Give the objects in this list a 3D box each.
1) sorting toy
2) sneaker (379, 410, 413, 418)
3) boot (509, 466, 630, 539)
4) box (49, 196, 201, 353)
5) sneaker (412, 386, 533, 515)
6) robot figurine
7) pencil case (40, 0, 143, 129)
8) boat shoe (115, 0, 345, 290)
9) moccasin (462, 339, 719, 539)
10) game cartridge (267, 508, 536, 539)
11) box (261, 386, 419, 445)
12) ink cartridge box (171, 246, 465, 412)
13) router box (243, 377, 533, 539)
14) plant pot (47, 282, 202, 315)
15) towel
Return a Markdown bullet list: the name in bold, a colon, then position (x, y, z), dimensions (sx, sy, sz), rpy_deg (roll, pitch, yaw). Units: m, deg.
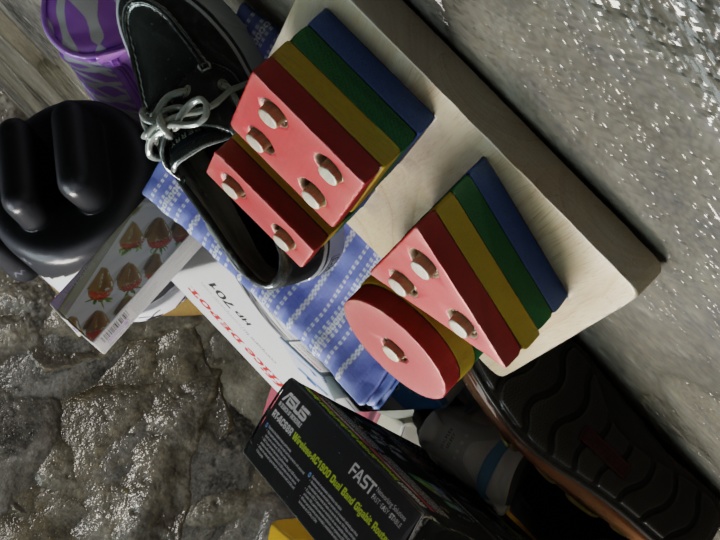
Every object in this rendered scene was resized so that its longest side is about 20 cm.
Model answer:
- **sorting toy**: position (0.017, -0.025, 0.810), dimensions (0.199, 0.070, 0.200), rpy_deg (45, 161, 1)
- **sneaker**: position (0.000, 0.050, 1.389), dimensions (0.114, 0.076, 0.199), rpy_deg (42, 180, -27)
- **boot**: position (0.193, 0.193, 1.138), dimensions (0.164, 0.066, 0.200), rpy_deg (25, -178, -10)
- **box**: position (-0.111, -0.036, 1.066), dimensions (0.039, 0.200, 0.041), rpy_deg (40, 172, 10)
- **sneaker**: position (0.079, 0.103, 1.128), dimensions (0.086, 0.075, 0.200), rpy_deg (28, -178, 8)
- **robot figurine**: position (-0.181, -0.039, 1.191), dimensions (0.149, 0.125, 0.200), rpy_deg (23, 166, 24)
- **pencil case**: position (-0.160, -0.142, 1.194), dimensions (0.200, 0.083, 0.086), rpy_deg (62, -165, -69)
- **boat shoe**: position (-0.086, -0.077, 0.938), dimensions (0.068, 0.073, 0.200), rpy_deg (-22, -97, -55)
- **moccasin**: position (0.127, 0.094, 1.009), dimensions (0.201, 0.074, 0.078), rpy_deg (37, 166, -17)
- **game cartridge**: position (0.063, 0.208, 1.152), dimensions (0.199, 0.033, 0.176), rpy_deg (-4, -158, -34)
- **box**: position (0.018, 0.145, 1.503), dimensions (0.127, 0.110, 0.200), rpy_deg (10, -165, -36)
- **ink cartridge box**: position (-0.018, 0.016, 1.112), dimensions (0.147, 0.086, 0.200), rpy_deg (47, 154, -16)
- **router box**: position (0.032, 0.156, 1.048), dimensions (0.149, 0.062, 0.200), rpy_deg (31, -176, -32)
- **plant pot**: position (-0.155, -0.038, 1.477), dimensions (0.199, 0.187, 0.187), rpy_deg (16, 154, 43)
- **towel**: position (-0.029, -0.033, 0.963), dimensions (0.200, 0.145, 0.024), rpy_deg (43, -147, 15)
